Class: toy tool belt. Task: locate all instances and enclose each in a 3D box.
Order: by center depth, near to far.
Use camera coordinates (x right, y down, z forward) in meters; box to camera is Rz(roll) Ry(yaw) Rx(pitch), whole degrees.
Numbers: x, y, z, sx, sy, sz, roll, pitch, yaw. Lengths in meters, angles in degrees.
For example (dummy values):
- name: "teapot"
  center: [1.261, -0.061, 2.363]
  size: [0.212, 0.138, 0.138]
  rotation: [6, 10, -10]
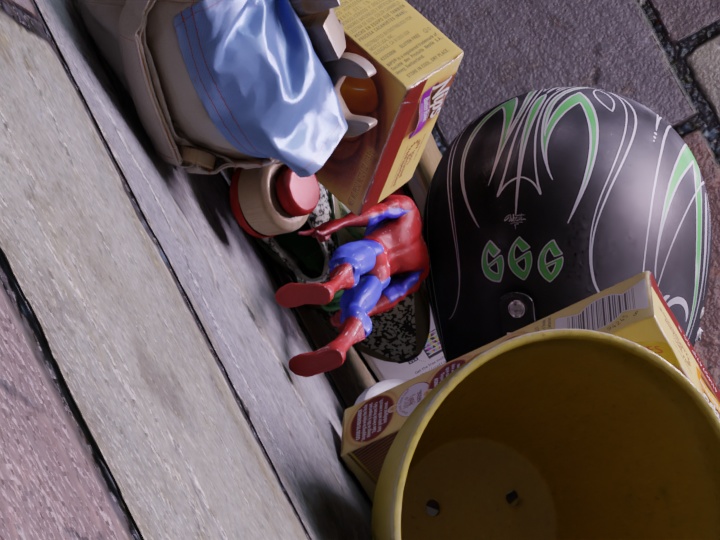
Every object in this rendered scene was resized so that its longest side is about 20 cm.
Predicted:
- name: "toy tool belt"
  center: [-0.054, -0.102, 1.488]
  size: [0.200, 0.122, 0.125]
  rotation: [56, 45, -29]

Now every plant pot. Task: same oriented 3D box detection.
- name: "plant pot"
  center: [0.084, 0.137, 1.446]
  size: [0.201, 0.199, 0.142]
  rotation: [60, -21, -5]

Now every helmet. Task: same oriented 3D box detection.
- name: "helmet"
  center: [0.129, -0.021, 1.714]
  size: [0.200, 0.198, 0.192]
  rotation: [43, 49, -70]

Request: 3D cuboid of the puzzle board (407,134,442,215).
- name: "puzzle board"
  center: [0.032, -0.091, 1.827]
  size: [0.151, 0.017, 0.201]
  rotation: [-90, 157, -69]

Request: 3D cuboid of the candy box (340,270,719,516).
- name: "candy box"
  center: [0.102, 0.096, 1.553]
  size: [0.116, 0.199, 0.055]
  rotation: [58, 18, -23]

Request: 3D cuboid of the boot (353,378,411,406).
- name: "boot"
  center: [0.059, 0.136, 1.681]
  size: [0.199, 0.095, 0.074]
  rotation: [28, 54, -24]

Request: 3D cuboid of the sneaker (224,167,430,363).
- name: "sneaker"
  center: [-0.025, -0.005, 1.670]
  size: [0.200, 0.077, 0.089]
  rotation: [52, 23, -28]

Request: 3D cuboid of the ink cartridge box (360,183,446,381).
- name: "ink cartridge box"
  center: [0.004, -0.036, 1.903]
  size: [0.176, 0.084, 0.200]
  rotation: [57, 8, -33]

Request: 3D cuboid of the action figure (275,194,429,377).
- name: "action figure"
  center: [0.000, 0.000, 1.603]
  size: [0.200, 0.051, 0.066]
  rotation: [-42, 119, -62]

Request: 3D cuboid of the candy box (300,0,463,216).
- name: "candy box"
  center: [-0.042, -0.140, 1.596]
  size: [0.200, 0.056, 0.117]
  rotation: [43, -38, 17]
